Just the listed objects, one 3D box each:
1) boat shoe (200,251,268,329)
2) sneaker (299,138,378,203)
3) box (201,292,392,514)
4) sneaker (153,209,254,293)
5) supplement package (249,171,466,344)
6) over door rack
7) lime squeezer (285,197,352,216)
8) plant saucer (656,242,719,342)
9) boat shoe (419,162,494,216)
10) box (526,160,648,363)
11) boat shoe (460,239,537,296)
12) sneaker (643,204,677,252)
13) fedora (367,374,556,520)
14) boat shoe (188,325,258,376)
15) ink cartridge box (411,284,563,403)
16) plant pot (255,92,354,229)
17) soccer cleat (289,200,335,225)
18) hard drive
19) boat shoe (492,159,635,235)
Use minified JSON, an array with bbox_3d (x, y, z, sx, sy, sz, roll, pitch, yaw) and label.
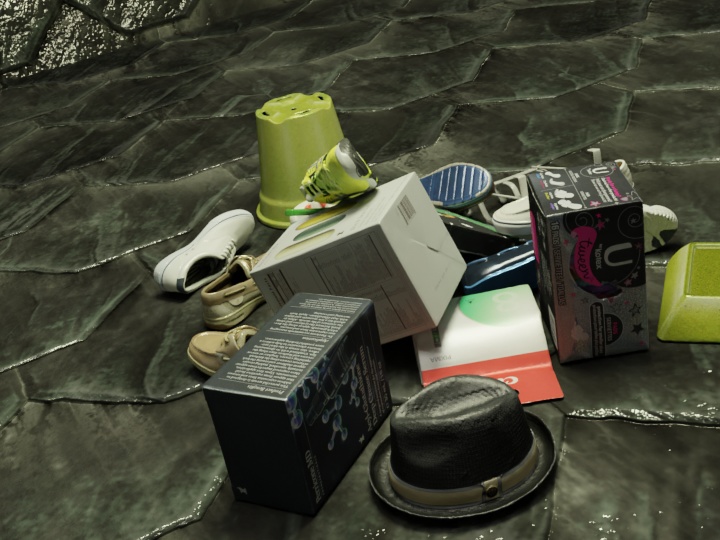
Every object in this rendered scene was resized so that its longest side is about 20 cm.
[{"bbox_3d":[-0.162,0.010,1.481,0.072,0.065,0.200,8,33,33],"label":"boat shoe"},{"bbox_3d":[-0.031,-0.117,1.309,0.076,0.076,0.200,-35,1,-8],"label":"sneaker"},{"bbox_3d":[-0.061,0.138,1.109,0.107,0.149,0.200,5,31,29],"label":"box"},{"bbox_3d":[-0.227,-0.023,1.579,0.071,0.073,0.200,22,50,33],"label":"sneaker"},{"bbox_3d":[0.000,0.000,1.285,0.200,0.151,0.152,-20,20,30],"label":"supplement package"},{"bbox_3d":[0.260,-0.122,1.549,0.147,0.067,0.200,-21,4,-20],"label":"over door rack"},{"bbox_3d":[-0.019,-0.082,1.428,0.070,0.038,0.200,-17,-3,31],"label":"lime squeezer"},{"bbox_3d":[0.476,0.017,1.254,0.199,0.048,0.200,1,29,21],"label":"plant saucer"},{"bbox_3d":[0.134,-0.113,1.559,0.200,0.072,0.072,-6,63,45],"label":"boat shoe"},{"bbox_3d":[0.274,-0.011,1.214,0.114,0.201,0.132,-10,27,3],"label":"box"},{"bbox_3d":[0.229,-0.020,1.373,0.199,0.084,0.069,-13,40,-9],"label":"boat shoe"},{"bbox_3d":[0.348,-0.083,1.456,0.198,0.080,0.130,-13,34,19],"label":"sneaker"},{"bbox_3d":[0.100,0.168,1.052,0.200,0.092,0.201,-8,27,4],"label":"fedora"},{"bbox_3d":[-0.143,0.100,1.285,0.199,0.065,0.072,11,34,36],"label":"boat shoe"},{"bbox_3d":[0.147,0.094,1.231,0.160,0.050,0.200,-10,25,2],"label":"ink cartridge box"},{"bbox_3d":[-0.097,-0.196,1.724,0.200,0.185,0.201,-8,28,4],"label":"plant pot"},{"bbox_3d":[-0.051,-0.075,1.579,0.077,0.070,0.200,-19,-3,36],"label":"soccer cleat"},{"bbox_3d":[0.127,-0.058,1.432,0.200,0.038,0.140,10,13,-38],"label":"hard drive"},{"bbox_3d":[0.275,-0.106,1.395,0.199,0.070,0.071,-13,31,15],"label":"boat shoe"}]
